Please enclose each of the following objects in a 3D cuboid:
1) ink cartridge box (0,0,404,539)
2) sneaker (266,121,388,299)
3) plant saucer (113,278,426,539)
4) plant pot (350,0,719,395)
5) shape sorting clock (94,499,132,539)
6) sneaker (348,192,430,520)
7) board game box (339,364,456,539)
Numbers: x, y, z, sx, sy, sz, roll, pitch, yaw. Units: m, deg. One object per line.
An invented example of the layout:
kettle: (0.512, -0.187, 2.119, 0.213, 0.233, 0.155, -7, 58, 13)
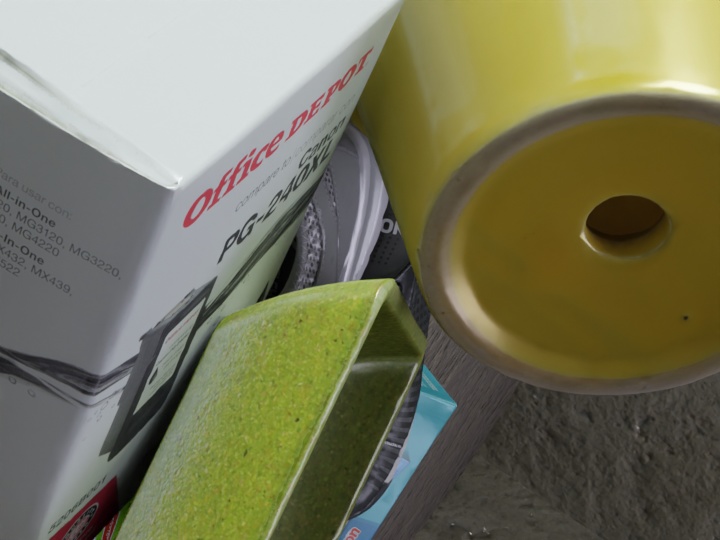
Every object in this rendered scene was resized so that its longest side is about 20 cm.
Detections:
ink cartridge box: (-0.080, -0.008, 0.698, 0.145, 0.083, 0.200, -47, 167, -49)
sneaker: (-0.047, 0.033, 0.874, 0.082, 0.075, 0.200, -5, 105, -59)
plant saucer: (-0.045, 0.094, 0.760, 0.200, 0.048, 0.200, -64, 173, -5)
plant pot: (0.079, -0.070, 0.753, 0.189, 0.201, 0.201, -92, -158, -47)
shape sorting clock: (-0.083, 0.047, 0.936, 0.200, 0.039, 0.200, -53, 156, -37)
sneaker: (0.000, 0.000, 0.928, 0.091, 0.066, 0.200, 88, 15, -73)
board game box: (-0.052, 0.099, 1.094, 0.200, 0.047, 0.151, -59, -145, 15)
